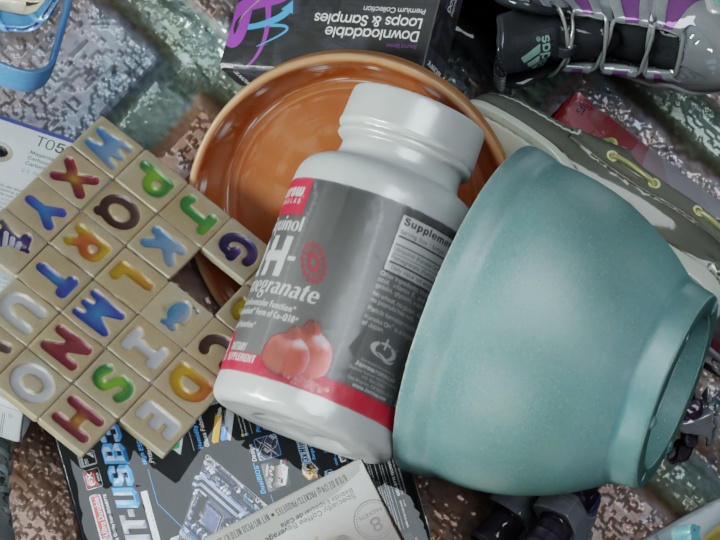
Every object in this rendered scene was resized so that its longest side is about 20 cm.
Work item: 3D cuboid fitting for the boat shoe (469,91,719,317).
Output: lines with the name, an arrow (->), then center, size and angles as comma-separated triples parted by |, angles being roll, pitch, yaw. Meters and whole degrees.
boat shoe -> 0.143, -0.043, 1.732 | 0.202, 0.072, 0.060 | 38, 52, 9

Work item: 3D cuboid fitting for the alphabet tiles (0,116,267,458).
alphabet tiles -> -0.142, 0.016, 1.665 | 0.167, 0.008, 0.200 | 38, 50, 4

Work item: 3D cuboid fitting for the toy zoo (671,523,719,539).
toy zoo -> 0.238, 0.231, 1.711 | 0.131, 0.020, 0.200 | -48, 115, -45

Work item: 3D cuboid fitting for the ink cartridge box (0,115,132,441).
ink cartridge box -> -0.256, -0.013, 1.685 | 0.196, 0.043, 0.200 | 18, 49, 3

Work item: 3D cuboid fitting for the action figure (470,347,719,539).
action figure -> 0.143, 0.093, 1.744 | 0.130, 0.069, 0.200 | 22, 72, 39

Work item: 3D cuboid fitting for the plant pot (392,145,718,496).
plant pot -> 0.121, 0.045, 1.635 | 0.134, 0.200, 0.200 | 21, 71, 15

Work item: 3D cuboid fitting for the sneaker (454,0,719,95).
sneaker -> 0.132, -0.138, 1.766 | 0.200, 0.078, 0.140 | 21, 36, 28

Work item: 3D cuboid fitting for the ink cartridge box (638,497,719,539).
ink cartridge box -> 0.214, 0.248, 1.713 | 0.160, 0.047, 0.200 | -20, 77, -50

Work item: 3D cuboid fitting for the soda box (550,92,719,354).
soda box -> 0.187, -0.021, 1.804 | 0.200, 0.070, 0.063 | 37, 73, -2

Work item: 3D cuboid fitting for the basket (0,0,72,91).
basket -> -0.240, -0.201, 1.703 | 0.176, 0.139, 0.200 | 24, 41, -6

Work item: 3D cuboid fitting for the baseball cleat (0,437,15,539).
baseball cleat -> -0.217, 0.103, 1.663 | 0.106, 0.070, 0.200 | -23, 70, -18

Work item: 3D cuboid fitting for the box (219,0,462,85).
box -> 0.003, -0.206, 1.788 | 0.143, 0.036, 0.200 | 6, 70, 28

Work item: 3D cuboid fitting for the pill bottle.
pill bottle -> 0.000, 0.000, 1.643 | 0.111, 0.111, 0.200 | 22, 80, -7

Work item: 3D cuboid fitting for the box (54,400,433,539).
box -> -0.064, 0.146, 1.694 | 0.198, 0.050, 0.200 | -17, 79, -2

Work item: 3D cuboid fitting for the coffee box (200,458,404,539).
coffee box -> -0.061, 0.202, 1.619 | 0.200, 0.080, 0.113 | -26, 80, -4

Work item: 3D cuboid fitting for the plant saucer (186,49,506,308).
plant saucer -> -0.004, -0.035, 1.736 | 0.200, 0.032, 0.201 | 3, 107, 9
